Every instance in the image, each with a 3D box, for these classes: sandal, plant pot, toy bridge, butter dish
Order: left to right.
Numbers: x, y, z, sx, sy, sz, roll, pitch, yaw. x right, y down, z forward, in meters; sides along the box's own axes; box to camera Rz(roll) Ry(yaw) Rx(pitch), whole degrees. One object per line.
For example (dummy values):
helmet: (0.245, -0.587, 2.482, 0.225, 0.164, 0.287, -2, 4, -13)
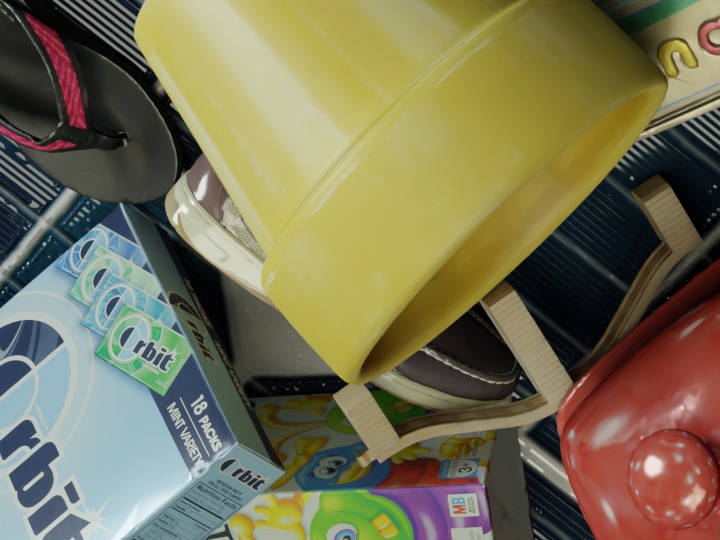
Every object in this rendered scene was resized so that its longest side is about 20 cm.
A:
sandal: (-0.170, -0.101, 1.472, 0.075, 0.045, 0.200, -37, 105, 25)
plant pot: (0.006, -0.082, 1.370, 0.189, 0.201, 0.201, 47, 118, 10)
toy bridge: (0.081, 0.037, 1.459, 0.200, 0.027, 0.067, -35, 109, -3)
butter dish: (0.170, 0.090, 1.341, 0.200, 0.148, 0.200, -41, 69, 27)

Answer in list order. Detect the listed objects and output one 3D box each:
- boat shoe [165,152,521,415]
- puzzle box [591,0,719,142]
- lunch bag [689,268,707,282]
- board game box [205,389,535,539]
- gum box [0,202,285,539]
boat shoe: (0.000, 0.000, 1.479, 0.200, 0.072, 0.065, 34, 119, -4)
puzzle box: (0.181, -0.152, 1.388, 0.200, 0.025, 0.133, -24, 111, 21)
lunch bag: (0.221, 0.067, 1.463, 0.176, 0.082, 0.200, 41, 117, -11)
board game box: (-0.021, 0.130, 1.531, 0.200, 0.105, 0.103, -4, 116, 13)
gum box: (-0.151, 0.092, 1.483, 0.200, 0.170, 0.045, -39, 140, 13)
